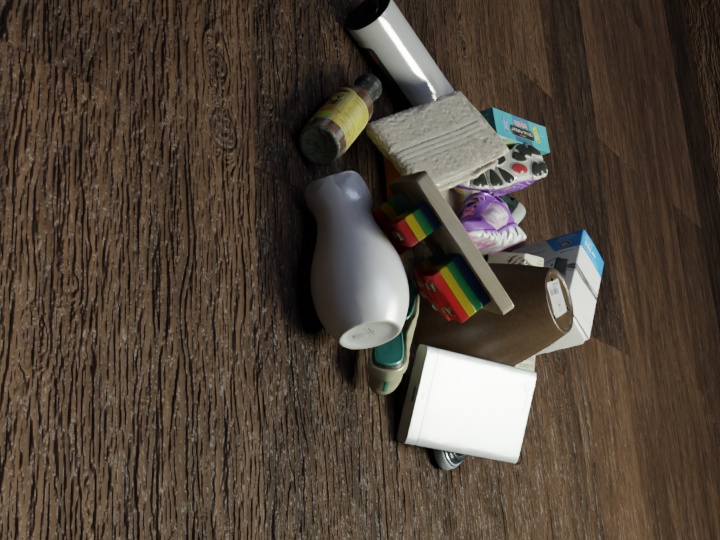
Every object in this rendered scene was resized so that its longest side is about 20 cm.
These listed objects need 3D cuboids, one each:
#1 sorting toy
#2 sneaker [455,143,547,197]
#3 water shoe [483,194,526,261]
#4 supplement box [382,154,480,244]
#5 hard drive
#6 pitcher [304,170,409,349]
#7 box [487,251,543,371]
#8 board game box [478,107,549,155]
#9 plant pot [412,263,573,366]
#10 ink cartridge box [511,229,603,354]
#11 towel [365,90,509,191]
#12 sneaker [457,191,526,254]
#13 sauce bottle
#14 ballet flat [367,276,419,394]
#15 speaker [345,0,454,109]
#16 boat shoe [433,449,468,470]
[{"bbox_3d":[0.093,-0.022,1.434,0.201,0.069,0.199,56,-5,-6],"label":"sorting toy"},{"bbox_3d":[0.200,-0.137,1.670,0.199,0.083,0.081,-4,58,-41],"label":"sneaker"},{"bbox_3d":[0.204,-0.070,1.820,0.079,0.072,0.200,42,37,2],"label":"water shoe"},{"bbox_3d":[0.119,-0.105,1.670,0.199,0.073,0.127,21,60,-51],"label":"supplement box"},{"bbox_3d":[0.150,0.186,1.528,0.199,0.027,0.133,15,87,-32],"label":"hard drive"},{"bbox_3d":[0.000,0.000,1.409,0.172,0.120,0.202,48,26,-60],"label":"pitcher"},{"bbox_3d":[0.235,0.074,1.734,0.082,0.068,0.202,7,87,-58],"label":"box"},{"bbox_3d":[0.190,-0.199,1.754,0.199,0.150,0.047,4,73,-57],"label":"board game box"},{"bbox_3d":[0.198,0.064,1.603,0.186,0.199,0.189,30,52,-48],"label":"plant pot"},{"bbox_3d":[0.314,0.039,1.851,0.086,0.145,0.201,56,35,-25],"label":"ink cartridge box"},{"bbox_3d":[0.111,-0.181,1.576,0.199,0.035,0.133,-24,68,-37],"label":"towel"},{"bbox_3d":[0.169,-0.069,1.602,0.200,0.080,0.089,-8,79,-61],"label":"sneaker"},{"bbox_3d":[-0.021,-0.211,1.504,0.065,0.064,0.200,62,31,-20],"label":"sauce bottle"},{"bbox_3d":[0.041,0.088,1.475,0.070,0.069,0.201,57,28,-27],"label":"ballet flat"},{"bbox_3d":[0.062,-0.318,1.669,0.200,0.081,0.082,50,39,-36],"label":"speaker"},{"bbox_3d":[0.175,0.217,1.602,0.200,0.090,0.071,-41,111,-56],"label":"boat shoe"}]
